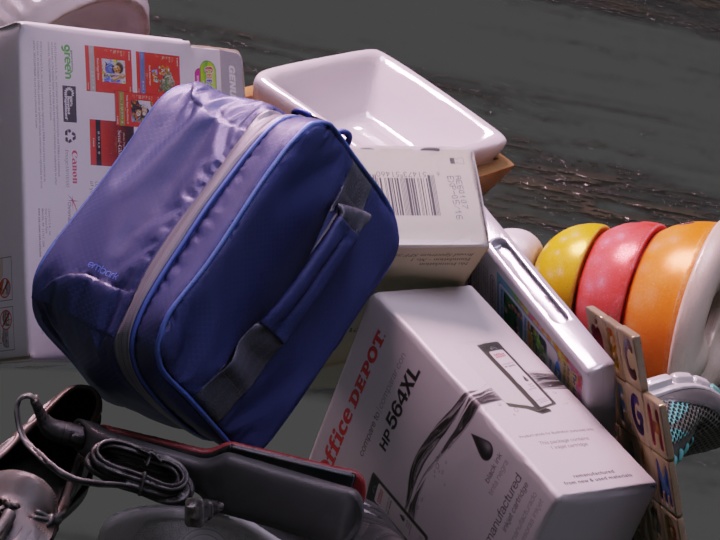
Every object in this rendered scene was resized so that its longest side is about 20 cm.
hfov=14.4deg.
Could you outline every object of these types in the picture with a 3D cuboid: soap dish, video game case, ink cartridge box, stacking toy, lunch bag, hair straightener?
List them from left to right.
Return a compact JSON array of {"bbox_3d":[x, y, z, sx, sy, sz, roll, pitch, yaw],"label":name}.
[{"bbox_3d":[-0.157,-0.040,1.735,0.175,0.201,0.084,3,-7,-42],"label":"ink cartridge box"},{"bbox_3d":[-0.092,0.107,1.532,0.199,0.041,0.077,20,12,-5],"label":"hair straightener"},{"bbox_3d":[-0.069,-0.005,1.604,0.132,0.200,0.136,20,-21,39],"label":"lunch bag"},{"bbox_3d":[0.003,-0.091,2.134,0.157,0.081,0.200,36,26,20],"label":"soap dish"},{"bbox_3d":[0.065,0.124,1.690,0.084,0.146,0.200,-4,37,-38],"label":"ink cartridge box"},{"bbox_3d":[0.108,0.081,1.776,0.024,0.201,0.182,-19,43,-17],"label":"video game case"},{"bbox_3d":[0.177,0.010,2.084,0.199,0.147,0.146,16,21,18],"label":"stacking toy"}]

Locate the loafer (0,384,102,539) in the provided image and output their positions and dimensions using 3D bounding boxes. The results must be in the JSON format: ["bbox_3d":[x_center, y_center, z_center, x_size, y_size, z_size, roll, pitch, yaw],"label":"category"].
[{"bbox_3d":[-0.189,0.121,1.549,0.072,0.063,0.200,26,24,0],"label":"loafer"}]

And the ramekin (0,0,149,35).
[{"bbox_3d":[-0.235,-0.157,1.906,0.105,0.200,0.200,47,31,20],"label":"ramekin"}]

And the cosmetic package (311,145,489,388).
[{"bbox_3d":[0.000,0.000,1.781,0.103,0.200,0.073,-1,62,-17],"label":"cosmetic package"}]

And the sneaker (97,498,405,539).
[{"bbox_3d":[-0.057,0.161,1.609,0.199,0.071,0.099,11,13,-15],"label":"sneaker"}]

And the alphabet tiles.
[{"bbox_3d":[0.164,0.125,1.677,0.006,0.201,0.166,-12,12,-9],"label":"alphabet tiles"}]

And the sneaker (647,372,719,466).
[{"bbox_3d":[0.186,0.124,1.923,0.199,0.078,0.091,0,51,-38],"label":"sneaker"}]
